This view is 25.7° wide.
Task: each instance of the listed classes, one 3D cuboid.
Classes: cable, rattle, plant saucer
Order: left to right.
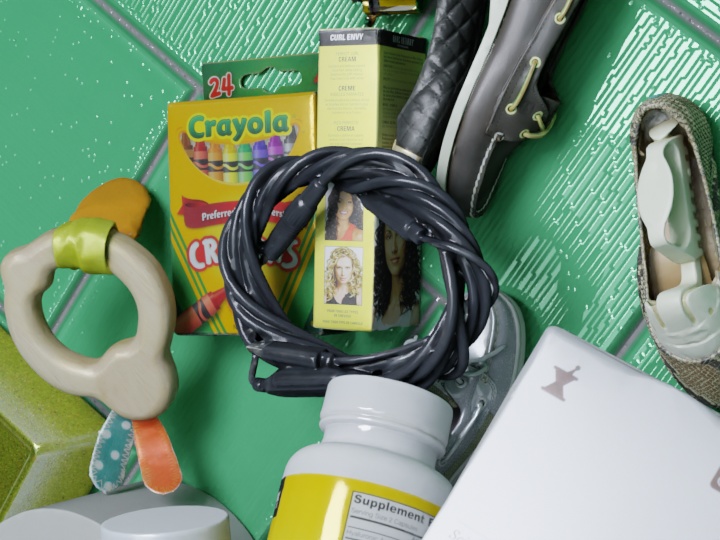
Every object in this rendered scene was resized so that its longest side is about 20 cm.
[{"bbox_3d":[-0.315,0.153,1.259,0.200,0.048,0.200,37,108,21],"label":"plant saucer"},{"bbox_3d":[-0.174,0.050,1.164,0.130,0.143,0.201,-29,103,1],"label":"rattle"},{"bbox_3d":[0.000,0.000,1.020,0.199,0.051,0.165,-5,85,31],"label":"cable"}]

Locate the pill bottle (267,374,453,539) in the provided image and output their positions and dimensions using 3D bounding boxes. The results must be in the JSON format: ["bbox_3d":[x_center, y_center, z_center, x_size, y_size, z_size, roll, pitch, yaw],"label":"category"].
[{"bbox_3d":[-0.002,0.171,0.955,0.111,0.111,0.201,3,67,27],"label":"pill bottle"}]

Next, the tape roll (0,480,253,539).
[{"bbox_3d":[-0.177,0.262,1.146,0.201,0.139,0.204,1,93,28],"label":"tape roll"}]

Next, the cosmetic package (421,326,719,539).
[{"bbox_3d":[0.152,0.163,0.911,0.164,0.200,0.166,29,81,25],"label":"cosmetic package"}]

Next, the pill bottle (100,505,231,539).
[{"bbox_3d":[-0.116,0.254,0.984,0.111,0.112,0.202,-2,94,28],"label":"pill bottle"}]

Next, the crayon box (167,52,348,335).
[{"bbox_3d":[-0.073,-0.054,1.130,0.126,0.051,0.202,-2,90,28],"label":"crayon box"}]

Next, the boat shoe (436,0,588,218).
[{"bbox_3d":[0.102,-0.121,1.023,0.060,0.072,0.202,22,109,15],"label":"boat shoe"}]

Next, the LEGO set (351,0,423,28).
[{"bbox_3d":[-0.024,-0.258,1.040,0.115,0.154,0.202,-1,99,10],"label":"LEGO set"}]

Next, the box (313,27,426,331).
[{"bbox_3d":[0.007,-0.061,1.076,0.050,0.075,0.202,2,94,28],"label":"box"}]

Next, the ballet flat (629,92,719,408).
[{"bbox_3d":[0.196,-0.011,0.976,0.067,0.075,0.202,-10,87,27],"label":"ballet flat"}]

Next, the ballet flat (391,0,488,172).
[{"bbox_3d":[0.051,-0.150,1.047,0.056,0.066,0.201,16,88,6],"label":"ballet flat"}]

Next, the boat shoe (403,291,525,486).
[{"bbox_3d":[0.043,0.101,1.049,0.074,0.065,0.203,32,93,37],"label":"boat shoe"}]
